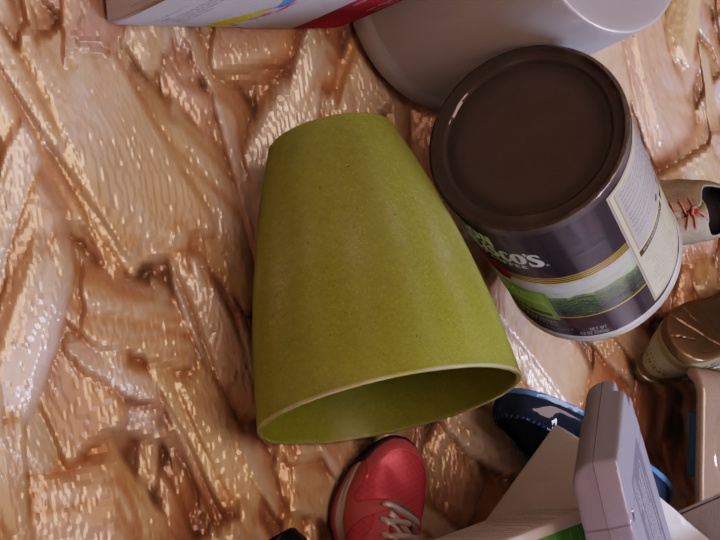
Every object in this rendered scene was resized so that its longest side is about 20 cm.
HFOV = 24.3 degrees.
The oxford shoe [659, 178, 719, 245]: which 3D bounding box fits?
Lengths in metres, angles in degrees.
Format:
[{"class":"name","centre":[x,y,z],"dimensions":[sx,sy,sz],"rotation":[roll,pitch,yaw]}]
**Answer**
[{"class":"oxford shoe","centre":[0.252,-0.050,1.414],"dimensions":[0.199,0.075,0.071],"rotation":[-13,91,-37]}]

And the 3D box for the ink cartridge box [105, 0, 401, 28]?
[{"class":"ink cartridge box","centre":[-0.068,-0.255,1.164],"dimensions":[0.199,0.144,0.147],"rotation":[-6,87,-36]}]

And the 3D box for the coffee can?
[{"class":"coffee can","centre":[0.150,-0.052,1.244],"dimensions":[0.200,0.145,0.147],"rotation":[50,52,-57]}]

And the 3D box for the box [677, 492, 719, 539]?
[{"class":"box","centre":[0.249,0.246,1.273],"dimensions":[0.060,0.199,0.117],"rotation":[36,44,-27]}]

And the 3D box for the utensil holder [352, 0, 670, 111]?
[{"class":"utensil holder","centre":[0.114,-0.225,1.256],"dimensions":[0.169,0.199,0.172],"rotation":[8,76,-35]}]

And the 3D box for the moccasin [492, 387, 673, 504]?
[{"class":"moccasin","centre":[0.179,0.161,1.325],"dimensions":[0.199,0.080,0.069],"rotation":[34,69,-27]}]

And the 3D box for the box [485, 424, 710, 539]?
[{"class":"box","centre":[0.147,0.238,1.234],"dimensions":[0.124,0.097,0.201],"rotation":[39,86,-25]}]

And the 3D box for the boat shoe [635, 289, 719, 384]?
[{"class":"boat shoe","centre":[0.316,0.054,1.464],"dimensions":[0.199,0.063,0.074],"rotation":[-8,61,-40]}]

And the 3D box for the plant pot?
[{"class":"plant pot","centre":[0.000,0.000,1.172],"dimensions":[0.186,0.187,0.202],"rotation":[0,69,-36]}]

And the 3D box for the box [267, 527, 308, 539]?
[{"class":"box","centre":[-0.083,0.301,1.084],"dimensions":[0.199,0.050,0.200],"rotation":[-27,99,-12]}]

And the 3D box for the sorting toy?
[{"class":"sorting toy","centre":[0.317,0.189,1.425],"dimensions":[0.185,0.036,0.202],"rotation":[13,73,-56]}]

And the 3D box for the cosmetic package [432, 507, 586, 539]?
[{"class":"cosmetic package","centre":[0.064,0.229,1.077],"dimensions":[0.199,0.085,0.109],"rotation":[-15,91,-37]}]

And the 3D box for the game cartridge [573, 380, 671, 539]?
[{"class":"game cartridge","centre":[0.183,0.191,1.116],"dimensions":[0.133,0.040,0.201],"rotation":[-70,143,-67]}]

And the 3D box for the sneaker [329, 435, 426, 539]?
[{"class":"sneaker","centre":[0.019,0.214,1.192],"dimensions":[0.074,0.087,0.201],"rotation":[31,66,-30]}]
